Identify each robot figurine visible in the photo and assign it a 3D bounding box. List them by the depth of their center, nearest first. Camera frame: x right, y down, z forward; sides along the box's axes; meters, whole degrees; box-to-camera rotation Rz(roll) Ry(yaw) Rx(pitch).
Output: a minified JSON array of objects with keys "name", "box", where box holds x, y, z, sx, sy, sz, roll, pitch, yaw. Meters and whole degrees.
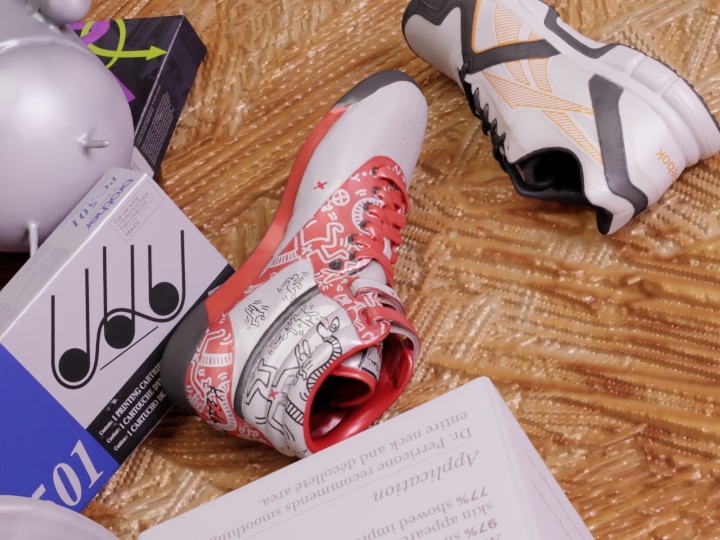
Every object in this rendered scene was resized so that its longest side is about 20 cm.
[{"name":"robot figurine","box":[-0.187,-0.084,1.523,0.200,0.112,0.170,48,122,46]}]

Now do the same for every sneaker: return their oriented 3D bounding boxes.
[{"name":"sneaker","box":[0.000,0.001,1.428,0.108,0.067,0.202,23,70,40]},{"name":"sneaker","box":[0.080,-0.085,1.450,0.080,0.074,0.200,-48,45,-11]}]

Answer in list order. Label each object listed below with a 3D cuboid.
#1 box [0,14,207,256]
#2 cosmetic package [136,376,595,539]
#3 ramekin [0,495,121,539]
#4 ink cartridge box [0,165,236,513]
[{"name":"box","box":[-0.194,-0.071,1.623,0.199,0.036,0.144,-3,52,29]},{"name":"cosmetic package","box":[0.028,0.189,1.177,0.167,0.167,0.201,-24,44,10]},{"name":"ramekin","box":[-0.180,0.189,1.282,0.094,0.203,0.203,12,59,50]},{"name":"ink cartridge box","box":[-0.147,0.055,1.439,0.200,0.094,0.044,-50,26,-15]}]
